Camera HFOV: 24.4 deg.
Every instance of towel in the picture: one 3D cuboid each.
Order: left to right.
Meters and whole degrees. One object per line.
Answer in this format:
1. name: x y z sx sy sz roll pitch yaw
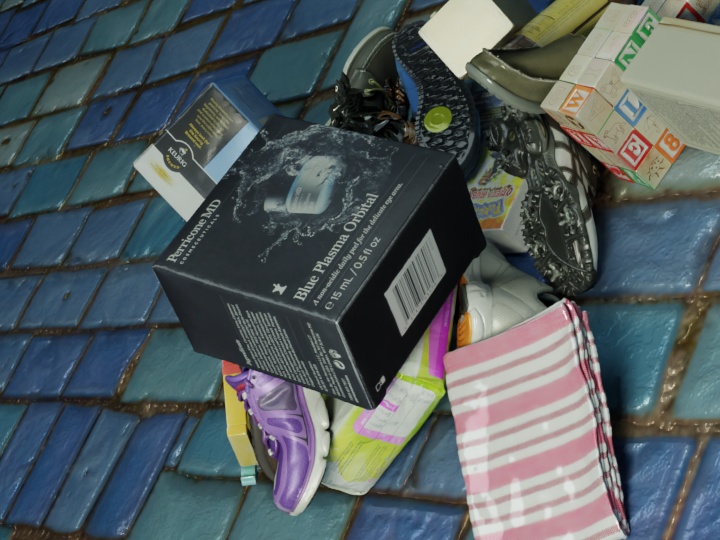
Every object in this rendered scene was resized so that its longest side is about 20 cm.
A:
1. towel: 0.134 0.137 1.329 0.146 0.030 0.201 -28 59 37

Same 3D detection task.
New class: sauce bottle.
1. sauce bottle: 0.222 -0.247 1.608 0.200 0.065 0.065 -39 25 -18

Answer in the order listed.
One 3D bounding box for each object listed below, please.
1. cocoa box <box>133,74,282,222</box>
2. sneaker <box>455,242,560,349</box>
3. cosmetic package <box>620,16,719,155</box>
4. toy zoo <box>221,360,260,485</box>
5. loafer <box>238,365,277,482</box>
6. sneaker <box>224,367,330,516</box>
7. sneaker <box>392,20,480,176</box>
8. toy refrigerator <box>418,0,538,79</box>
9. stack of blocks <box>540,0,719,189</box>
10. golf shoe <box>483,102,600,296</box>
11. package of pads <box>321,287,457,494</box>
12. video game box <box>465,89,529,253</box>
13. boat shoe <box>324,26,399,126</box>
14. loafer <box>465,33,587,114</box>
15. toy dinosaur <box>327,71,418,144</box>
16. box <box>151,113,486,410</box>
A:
1. cocoa box: -0.117 -0.095 1.796 0.131 0.200 0.133 -44 -1 15
2. sneaker: 0.132 0.028 1.488 0.200 0.091 0.076 -84 -2 -70
3. cosmetic package: 0.315 -0.141 1.360 0.073 0.103 0.200 -54 30 -5
4. toy zoo: -0.116 0.114 1.647 0.020 0.131 0.201 -8 68 4
5. loafer: -0.072 0.119 1.584 0.071 0.201 0.073 -7 32 3
6. sneaker: -0.078 0.120 1.488 0.081 0.083 0.201 139 127 -65
7. sneaker: 0.086 -0.161 1.678 0.066 0.079 0.201 -22 53 8
8. toy refrigerator: 0.126 -0.243 1.667 0.076 0.070 0.200 -43 -6 18
9. stack of blocks: 0.265 -0.189 1.471 0.200 0.115 0.059 -55 29 -4
10. golf shoe: 0.188 -0.070 1.499 0.078 0.094 0.201 -43 54 44
11. package of pads: 0.020 0.095 1.506 0.200 0.068 0.155 123 163 -47
12. video game box: 0.123 -0.100 1.650 0.200 0.047 0.183 -3 57 54
13. boat shoe: 0.005 -0.183 1.884 0.060 0.072 0.202 15 77 57
14. loafer: 0.177 -0.187 1.509 0.075 0.199 0.070 43 122 37
15. toy dinosaur: 0.038 -0.154 1.775 0.102 0.135 0.201 85 -154 -62
16. box: -0.033 -0.013 1.414 0.199 0.118 0.197 15 55 33
